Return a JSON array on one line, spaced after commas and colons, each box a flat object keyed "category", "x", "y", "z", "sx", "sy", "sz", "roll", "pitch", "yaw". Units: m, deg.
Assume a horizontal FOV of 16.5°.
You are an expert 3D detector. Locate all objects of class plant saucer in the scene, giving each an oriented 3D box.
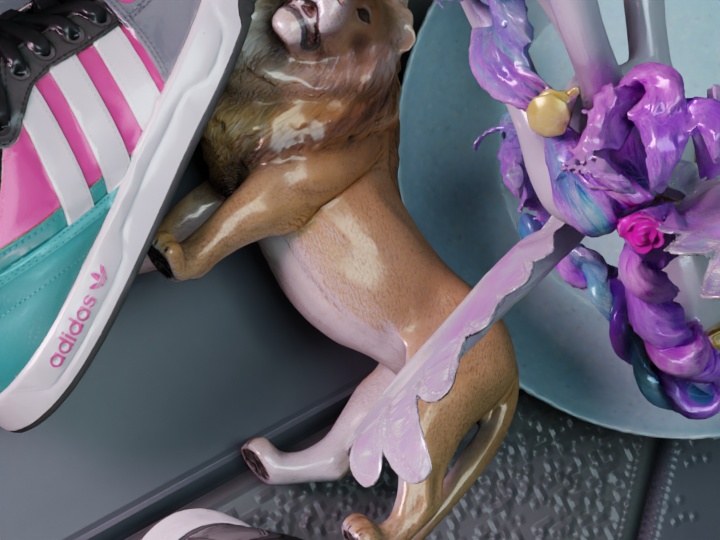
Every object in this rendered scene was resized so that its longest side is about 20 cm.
[{"category": "plant saucer", "x": 0.111, "y": -0.043, "z": 0.862, "sx": 0.201, "sy": 0.039, "sz": 0.201, "roll": 0, "pitch": 91, "yaw": -2}]

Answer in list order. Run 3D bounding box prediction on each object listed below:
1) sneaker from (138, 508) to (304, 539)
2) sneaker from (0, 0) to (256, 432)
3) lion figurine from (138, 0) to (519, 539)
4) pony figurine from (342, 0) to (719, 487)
[{"category": "sneaker", "x": 0.015, "y": 0.147, "z": 0.781, "sx": 0.200, "sy": 0.090, "sz": 0.066, "roll": 42, "pitch": 68, "yaw": -12}, {"category": "sneaker", "x": -0.114, "y": -0.064, "z": 0.769, "sx": 0.121, "sy": 0.084, "sz": 0.200, "roll": 30, "pitch": 71, "yaw": -27}, {"category": "lion figurine", "x": 0.000, "y": 0.000, "z": 0.814, "sx": 0.122, "sy": 0.072, "sz": 0.200, "roll": -35, "pitch": 102, "yaw": -21}, {"category": "pony figurine", "x": 0.075, "y": -0.031, "z": 0.747, "sx": 0.193, "sy": 0.167, "sz": 0.200, "roll": -34, "pitch": 107, "yaw": -65}]
